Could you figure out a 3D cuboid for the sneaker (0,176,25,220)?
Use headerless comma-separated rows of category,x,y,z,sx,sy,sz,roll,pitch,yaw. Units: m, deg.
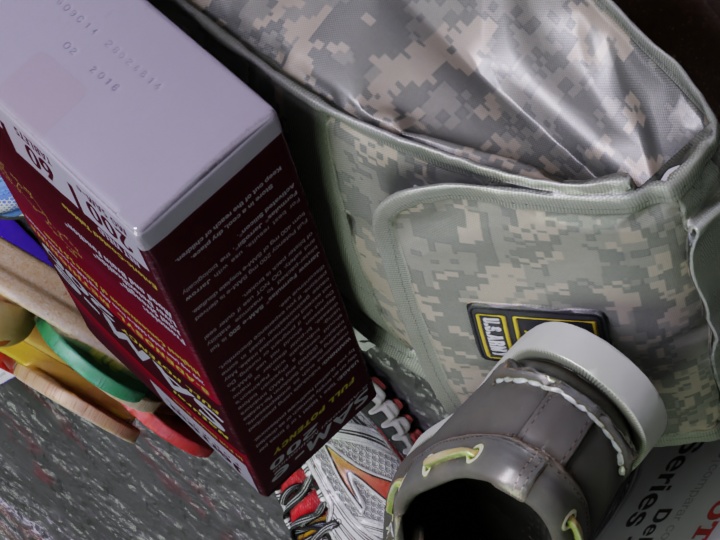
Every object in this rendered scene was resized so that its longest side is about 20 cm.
sneaker,-0.097,-0.105,0.877,0.079,0.089,0.200,42,109,23

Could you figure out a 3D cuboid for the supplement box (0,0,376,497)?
supplement box,-0.064,-0.013,0.842,0.109,0.061,0.200,41,166,27

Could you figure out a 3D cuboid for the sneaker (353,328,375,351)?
sneaker,0.000,0.000,1.031,0.200,0.088,0.074,-172,63,-79

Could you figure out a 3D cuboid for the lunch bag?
lunch bag,0.043,-0.031,0.831,0.200,0.118,0.164,36,163,30

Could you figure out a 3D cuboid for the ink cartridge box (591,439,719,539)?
ink cartridge box,0.123,0.093,0.937,0.200,0.146,0.084,-11,122,53

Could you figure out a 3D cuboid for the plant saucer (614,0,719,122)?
plant saucer,0.151,-0.088,0.769,0.200,0.037,0.201,28,148,19

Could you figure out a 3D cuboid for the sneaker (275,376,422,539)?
sneaker,-0.006,0.103,1.163,0.200,0.082,0.078,41,151,0

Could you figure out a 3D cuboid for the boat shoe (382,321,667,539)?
boat shoe,0.039,0.087,0.830,0.072,0.060,0.202,36,150,6

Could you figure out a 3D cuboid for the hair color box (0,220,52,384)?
hair color box,-0.243,-0.026,1.280,0.200,0.065,0.109,45,151,-12

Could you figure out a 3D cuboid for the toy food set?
toy food set,-0.148,0.017,1.058,0.198,0.049,0.200,31,175,-19
